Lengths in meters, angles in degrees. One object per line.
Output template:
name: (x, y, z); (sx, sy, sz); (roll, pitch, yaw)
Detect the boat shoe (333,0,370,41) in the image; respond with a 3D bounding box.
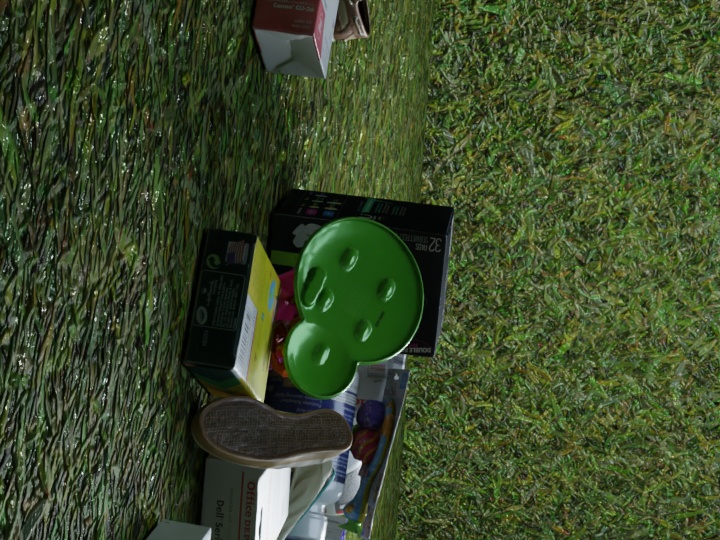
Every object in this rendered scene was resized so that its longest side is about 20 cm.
boat shoe: (-0.015, -0.353, 1.931); (0.201, 0.071, 0.076); (89, 10, -53)

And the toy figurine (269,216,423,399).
toy figurine: (-0.052, 0.057, 1.715); (0.184, 0.150, 0.201); (-23, -146, 59)

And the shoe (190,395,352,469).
shoe: (-0.091, 0.164, 1.578); (0.199, 0.053, 0.071); (10, 55, -46)

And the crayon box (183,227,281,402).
crayon box: (-0.117, 0.050, 1.546); (0.200, 0.050, 0.129); (73, 25, -74)

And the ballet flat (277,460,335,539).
ballet flat: (-0.105, 0.278, 1.801); (0.201, 0.069, 0.070); (-57, 169, -8)

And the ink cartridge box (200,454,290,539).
ink cartridge box: (-0.118, 0.228, 1.660); (0.200, 0.066, 0.119); (-59, 154, -77)

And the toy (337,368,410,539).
toy: (0.006, 0.211, 1.935); (0.115, 0.047, 0.203); (169, -67, -77)

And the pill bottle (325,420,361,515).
pill bottle: (-0.038, 0.236, 2.173); (0.201, 0.114, 0.117); (88, 11, -59)

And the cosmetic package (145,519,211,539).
cosmetic package: (-0.168, 0.275, 1.337); (0.200, 0.050, 0.084); (-52, 147, -78)

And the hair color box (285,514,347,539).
hair color box: (-0.083, 0.349, 1.925); (0.200, 0.108, 0.066); (-62, 158, -72)

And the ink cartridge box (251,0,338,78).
ink cartridge box: (-0.054, -0.309, 1.638); (0.117, 0.067, 0.203); (73, 24, -75)

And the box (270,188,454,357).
box: (0.000, 0.000, 1.875); (0.124, 0.197, 0.150); (-67, 163, -72)

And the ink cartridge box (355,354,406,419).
ink cartridge box: (-0.013, 0.084, 2.042); (0.083, 0.145, 0.203); (159, -62, -83)

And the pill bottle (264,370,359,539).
pill bottle: (-0.068, 0.208, 1.898); (0.111, 0.109, 0.203); (70, 28, -77)
